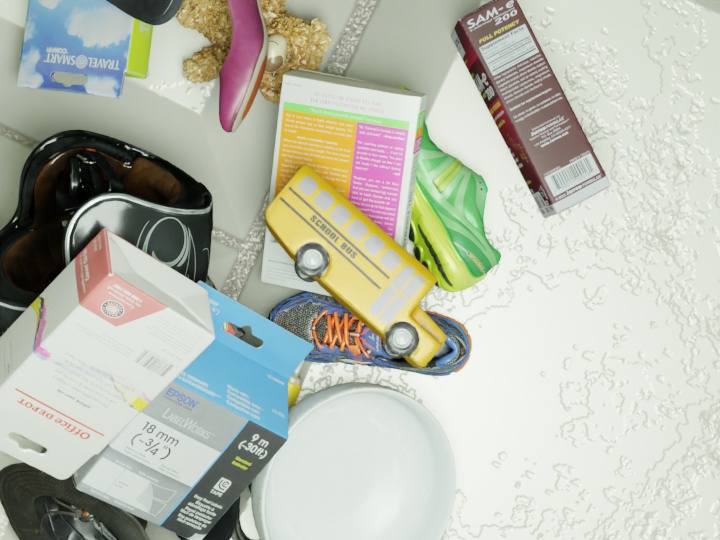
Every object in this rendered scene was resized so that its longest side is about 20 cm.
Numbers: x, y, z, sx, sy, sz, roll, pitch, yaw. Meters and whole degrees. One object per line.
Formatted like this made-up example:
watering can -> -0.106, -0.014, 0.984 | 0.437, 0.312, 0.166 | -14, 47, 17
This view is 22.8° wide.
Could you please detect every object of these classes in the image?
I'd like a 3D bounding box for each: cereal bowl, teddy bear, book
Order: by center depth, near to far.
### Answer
book -> -0.016, -0.075, 1.658 | 0.132, 0.048, 0.202 | 12, 106, 13
cereal bowl -> -0.015, 0.199, 1.660 | 0.198, 0.083, 0.202 | -4, 100, -24
teddy bear -> -0.123, -0.246, 1.685 | 0.144, 0.067, 0.201 | -30, 90, 1

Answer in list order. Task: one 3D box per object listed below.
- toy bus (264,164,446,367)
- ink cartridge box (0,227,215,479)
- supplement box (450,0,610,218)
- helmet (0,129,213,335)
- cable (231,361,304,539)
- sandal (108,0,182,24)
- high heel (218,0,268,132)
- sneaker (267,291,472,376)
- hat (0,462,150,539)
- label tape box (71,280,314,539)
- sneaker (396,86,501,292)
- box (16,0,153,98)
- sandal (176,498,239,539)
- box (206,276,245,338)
toy bus -> 0.000, 0.000, 1.611 | 0.200, 0.065, 0.078 | 41, 84, 1
ink cartridge box -> -0.229, 0.074, 1.482 | 0.116, 0.068, 0.200 | 34, 113, -33
supplement box -> 0.157, -0.152, 1.670 | 0.061, 0.109, 0.201 | -27, 89, -1
helmet -> -0.235, -0.006, 1.580 | 0.199, 0.200, 0.192 | 25, 107, -1
cable -> -0.112, 0.170, 1.682 | 0.096, 0.050, 0.202 | 8, 94, -3
sandal -> -0.250, -0.284, 1.616 | 0.199, 0.043, 0.077 | 20, 94, 22
high heel -> -0.126, -0.227, 1.624 | 0.095, 0.067, 0.202 | 13, 74, -1
sneaker -> 0.010, 0.057, 1.680 | 0.198, 0.078, 0.076 | 5, 89, -2
hat -> -0.242, 0.229, 1.659 | 0.200, 0.201, 0.081 | 37, 49, -1
label tape box -> -0.143, 0.128, 1.564 | 0.144, 0.063, 0.200 | 30, 107, -35
sneaker -> 0.073, -0.079, 1.696 | 0.083, 0.074, 0.202 | -20, 87, -26
box -> -0.250, -0.264, 1.671 | 0.121, 0.048, 0.202 | 8, 90, 22
sandal -> -0.157, 0.171, 1.665 | 0.075, 0.043, 0.202 | 3, 105, 19
box -> -0.228, 0.059, 1.693 | 0.199, 0.040, 0.137 | -34, 90, -2
